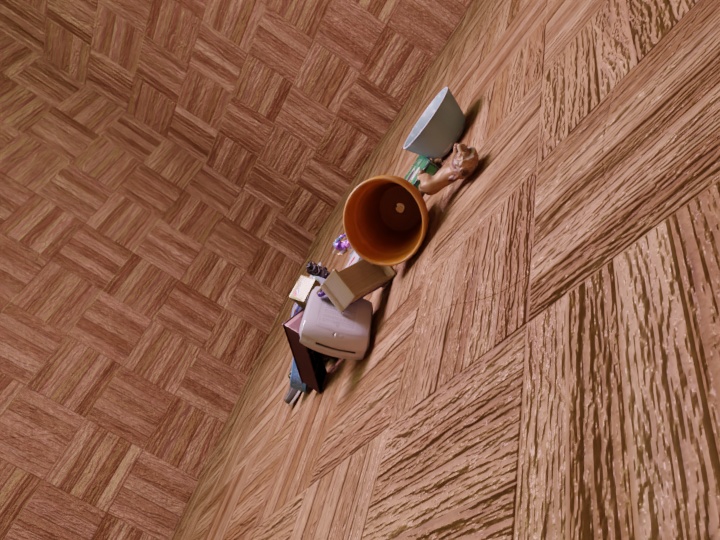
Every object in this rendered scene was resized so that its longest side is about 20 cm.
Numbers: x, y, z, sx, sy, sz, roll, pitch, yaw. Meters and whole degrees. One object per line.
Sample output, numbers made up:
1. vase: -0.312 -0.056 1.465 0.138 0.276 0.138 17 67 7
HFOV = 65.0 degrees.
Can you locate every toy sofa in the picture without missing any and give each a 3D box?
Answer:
1. toy sofa: -0.009 0.030 1.348 0.199 0.083 0.098 -27 -17 -52

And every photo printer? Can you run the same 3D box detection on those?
1. photo printer: -0.054 0.125 1.300 0.201 0.162 0.071 -81 7 -64

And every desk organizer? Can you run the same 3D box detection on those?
1. desk organizer: -0.127 0.209 1.446 0.076 0.204 0.071 21 45 42

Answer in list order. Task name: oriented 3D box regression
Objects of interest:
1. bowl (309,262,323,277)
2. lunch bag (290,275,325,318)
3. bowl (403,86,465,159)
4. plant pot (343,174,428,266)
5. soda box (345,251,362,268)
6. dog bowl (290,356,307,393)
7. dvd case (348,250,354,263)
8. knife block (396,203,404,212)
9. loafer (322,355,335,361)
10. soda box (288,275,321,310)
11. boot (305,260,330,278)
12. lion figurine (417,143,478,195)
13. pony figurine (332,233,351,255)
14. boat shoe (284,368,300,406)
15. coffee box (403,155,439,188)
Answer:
1. bowl: -0.173 0.078 2.246 0.203 0.089 0.202 -56 11 16
2. lunch bag: -0.109 0.111 1.648 0.201 0.157 0.077 -54 17 44
3. bowl: 0.217 -0.392 1.570 0.202 0.104 0.202 -53 12 16
4. plant pot: 0.078 -0.134 1.362 0.202 0.199 0.183 -54 -5 24
5. soda box: 0.000 0.000 1.673 0.069 0.063 0.200 -58 9 4
6. dog bowl: -0.164 0.244 1.612 0.111 0.048 0.206 -66 -16 -88
7. dvd case: 0.012 -0.066 1.867 0.146 0.022 0.201 -47 12 18
8. knife block: 0.080 -0.182 1.797 0.176 0.063 0.203 -49 15 49
9. loafer: -0.100 0.202 1.568 0.074 0.070 0.200 -62 10 -20
10. soda box: -0.094 0.097 1.471 0.063 0.200 0.069 13 66 44
11. boot: -0.093 0.030 1.732 0.070 0.172 0.200 -59 10 -7
12. lion figurine: 0.190 -0.215 1.266 0.200 0.072 0.124 -42 17 38
13. pony figurine: 0.024 -0.098 1.555 0.196 0.170 0.193 -25 2 -16
14. boat shoe: -0.188 0.311 1.726 0.205 0.059 0.072 -64 11 -24
15. coffee box: 0.171 -0.274 1.656 0.124 0.043 0.201 -57 11 13
